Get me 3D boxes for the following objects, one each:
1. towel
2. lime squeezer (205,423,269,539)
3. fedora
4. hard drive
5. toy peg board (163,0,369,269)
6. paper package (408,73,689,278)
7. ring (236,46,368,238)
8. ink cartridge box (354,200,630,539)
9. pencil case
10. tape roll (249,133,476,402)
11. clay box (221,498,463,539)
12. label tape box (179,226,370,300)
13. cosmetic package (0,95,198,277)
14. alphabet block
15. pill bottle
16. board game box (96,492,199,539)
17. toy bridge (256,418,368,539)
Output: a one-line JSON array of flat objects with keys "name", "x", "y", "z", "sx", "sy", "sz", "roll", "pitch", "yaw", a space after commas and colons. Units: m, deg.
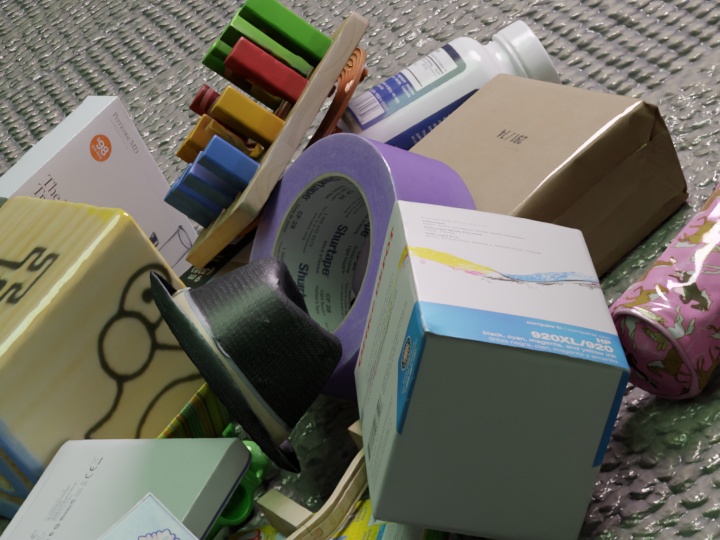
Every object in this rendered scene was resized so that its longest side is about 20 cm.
[{"name": "towel", "x": -0.166, "y": 0.159, "z": 1.686, "sx": 0.018, "sy": 0.086, "sz": 0.200, "roll": 35, "pitch": 71, "yaw": 20}, {"name": "lime squeezer", "x": -0.108, "y": 0.169, "z": 1.677, "sx": 0.070, "sy": 0.038, "sz": 0.201, "roll": -17, "pitch": 31, "yaw": 24}, {"name": "fedora", "x": -0.070, "y": 0.053, "z": 1.579, "sx": 0.091, "sy": 0.201, "sz": 0.201, "roll": -36, "pitch": 27, "yaw": 0}, {"name": "hard drive", "x": -0.180, "y": 0.179, "z": 1.579, "sx": 0.199, "sy": 0.025, "sz": 0.132, "roll": -5, "pitch": 43, "yaw": 45}, {"name": "toy peg board", "x": -0.105, "y": -0.128, "z": 1.837, "sx": 0.200, "sy": 0.097, "sz": 0.200, "roll": -60, "pitch": 8, "yaw": -20}, {"name": "paper package", "x": 0.130, "y": -0.060, "z": 1.764, "sx": 0.190, "sy": 0.104, "sz": 0.199, "roll": -40, "pitch": 29, "yaw": -20}, {"name": "ring", "x": -0.053, "y": -0.109, "z": 1.899, "sx": 0.201, "sy": 0.019, "sz": 0.201, "roll": -51, "pitch": 15, "yaw": 19}, {"name": "ink cartridge box", "x": 0.084, "y": 0.067, "z": 1.491, "sx": 0.143, "sy": 0.148, "sz": 0.200, "roll": 9, "pitch": 27, "yaw": -9}, {"name": "pencil case", "x": 0.254, "y": 0.003, "z": 1.557, "sx": 0.086, "sy": 0.083, "sz": 0.200, "roll": 3, "pitch": 42, "yaw": 48}, {"name": "tape roll", "x": 0.000, "y": 0.000, "z": 1.691, "sx": 0.199, "sy": 0.084, "sz": 0.202, "roll": -23, "pitch": 60, "yaw": 48}, {"name": "clay box", "x": -0.032, "y": 0.219, "z": 1.506, "sx": 0.199, "sy": 0.048, "sz": 0.115, "roll": -18, "pitch": 28, "yaw": 25}, {"name": "label tape box", "x": -0.090, "y": 0.023, "z": 1.880, "sx": 0.200, "sy": 0.064, "sz": 0.144, "roll": -43, "pitch": 29, "yaw": -26}, {"name": "cosmetic package", "x": -0.234, "y": -0.033, "z": 1.964, "sx": 0.051, "sy": 0.201, "sz": 0.151, "roll": 3, "pitch": 42, "yaw": 45}, {"name": "alphabet block", "x": -0.250, "y": 0.079, "z": 1.778, "sx": 0.196, "sy": 0.196, "sz": 0.200, "roll": 10, "pitch": 52, "yaw": 50}, {"name": "pill bottle", "x": 0.078, "y": -0.137, "z": 1.937, "sx": 0.199, "sy": 0.112, "sz": 0.111, "roll": -31, "pitch": 27, "yaw": -2}, {"name": "board game box", "x": -0.141, "y": 0.278, "z": 1.405, "sx": 0.200, "sy": 0.041, "sz": 0.199, "roll": -40, "pitch": 66, "yaw": -21}, {"name": "toy bridge", "x": -0.046, "y": 0.175, "z": 1.514, "sx": 0.200, "sy": 0.027, "sz": 0.067, "roll": -39, "pitch": 27, "yaw": -17}]
